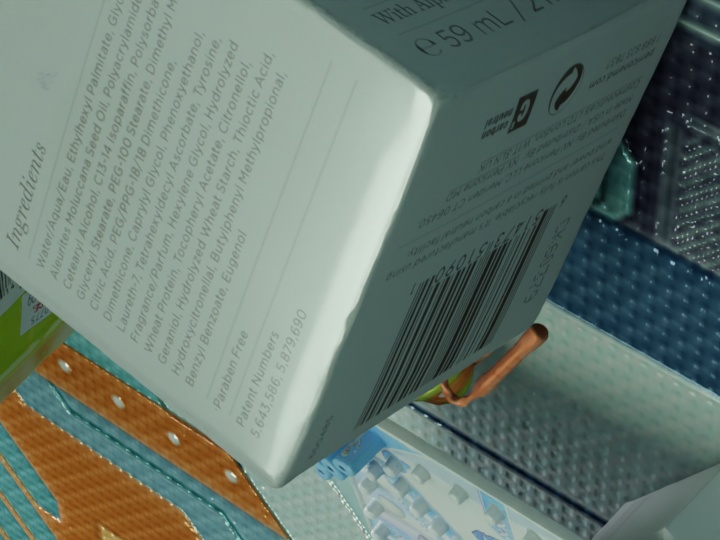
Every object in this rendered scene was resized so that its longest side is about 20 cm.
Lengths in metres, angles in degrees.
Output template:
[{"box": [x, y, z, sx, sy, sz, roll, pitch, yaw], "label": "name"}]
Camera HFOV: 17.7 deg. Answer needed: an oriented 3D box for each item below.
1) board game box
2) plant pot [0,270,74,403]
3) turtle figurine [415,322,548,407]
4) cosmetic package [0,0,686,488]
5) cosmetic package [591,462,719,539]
[{"box": [0.069, 0.157, 0.979, 0.200, 0.026, 0.200, 29, 153, 34], "label": "board game box"}, {"box": [-0.213, -0.046, 1.049, 0.181, 0.200, 0.199, 28, 142, 20], "label": "plant pot"}, {"box": [0.000, 0.000, 0.950, 0.161, 0.064, 0.200, 46, 156, -5], "label": "turtle figurine"}, {"box": [-0.030, -0.069, 0.791, 0.200, 0.165, 0.165, 36, 127, 19], "label": "cosmetic package"}, {"box": [0.177, 0.176, 0.933, 0.200, 0.051, 0.083, 50, 147, -1], "label": "cosmetic package"}]
